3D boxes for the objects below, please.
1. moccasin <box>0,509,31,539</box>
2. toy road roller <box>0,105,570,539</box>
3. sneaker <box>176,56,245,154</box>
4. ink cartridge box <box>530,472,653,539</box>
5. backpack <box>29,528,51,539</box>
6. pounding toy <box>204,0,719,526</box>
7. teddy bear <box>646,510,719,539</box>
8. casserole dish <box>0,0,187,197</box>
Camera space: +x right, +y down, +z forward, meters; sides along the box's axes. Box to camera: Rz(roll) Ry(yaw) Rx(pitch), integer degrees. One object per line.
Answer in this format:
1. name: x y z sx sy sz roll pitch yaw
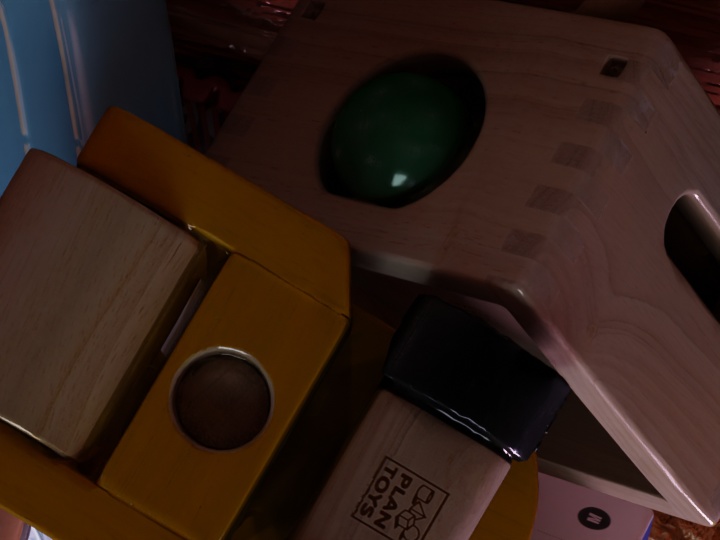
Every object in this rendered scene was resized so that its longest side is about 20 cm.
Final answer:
1. moccasin: -0.176 0.033 1.066 0.073 0.203 0.077 8 -164 44
2. toy road roller: -0.038 0.049 0.865 0.199 0.123 0.146 31 174 1
3. sneaker: -0.102 -0.038 1.012 0.199 0.098 0.071 16 153 1
4. ink cartridge box: -0.016 0.121 0.952 0.199 0.200 0.041 17 128 13
5. backpack: -0.237 0.086 1.297 0.199 0.154 0.176 4 147 19
6. pounding toy: 0.063 -0.034 0.902 0.183 0.143 0.200 15 157 41
7. teddy bear: 0.090 0.109 1.101 0.145 0.067 0.200 41 150 -10
8. casserole dish: -0.115 -0.050 0.914 0.121 0.201 0.039 5 -162 40
